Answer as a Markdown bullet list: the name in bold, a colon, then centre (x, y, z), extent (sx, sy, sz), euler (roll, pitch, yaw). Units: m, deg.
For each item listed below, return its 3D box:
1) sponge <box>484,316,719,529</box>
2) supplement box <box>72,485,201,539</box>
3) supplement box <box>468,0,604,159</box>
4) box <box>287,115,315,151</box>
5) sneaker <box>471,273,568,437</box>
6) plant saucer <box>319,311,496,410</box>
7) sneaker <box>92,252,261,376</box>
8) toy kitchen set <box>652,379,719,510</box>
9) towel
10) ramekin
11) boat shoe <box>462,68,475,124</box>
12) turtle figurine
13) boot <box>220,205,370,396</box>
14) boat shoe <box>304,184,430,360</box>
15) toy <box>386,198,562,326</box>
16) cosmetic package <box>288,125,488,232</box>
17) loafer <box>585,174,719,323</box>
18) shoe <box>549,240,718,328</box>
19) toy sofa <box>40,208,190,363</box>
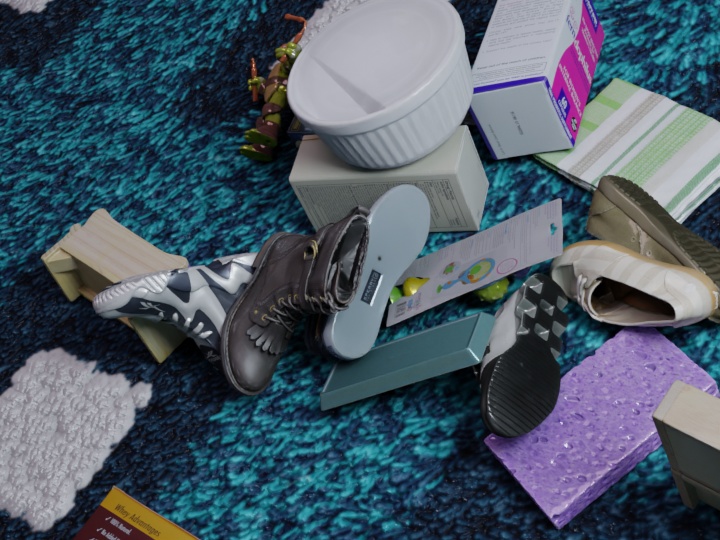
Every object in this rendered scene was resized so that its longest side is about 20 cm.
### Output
- **sponge**: centre (0.225, 0.139, 1.161), extent (0.200, 0.030, 0.112), euler (-38, 47, -7)
- **supplement box**: centre (-0.192, 0.341, 1.111), extent (0.197, 0.133, 0.200), euler (21, 64, 36)
- **supplement box**: centre (0.200, -0.236, 1.410), extent (0.103, 0.101, 0.200), euler (-6, 46, 30)
- **box**: centre (0.008, -0.232, 1.553), extent (0.136, 0.038, 0.200), euler (6, 56, 27)
- **sneaker**: centre (0.144, 0.096, 1.195), extent (0.088, 0.074, 0.200), euler (-39, 15, 40)
- **plant saucer**: centre (0.042, 0.089, 1.236), extent (0.200, 0.019, 0.070), euler (-22, 27, 35)
- **sneaker**: centre (-0.180, 0.060, 1.332), extent (0.199, 0.130, 0.079), euler (-13, 4, -31)
- **toy kitchen set**: centre (0.373, 0.115, 1.011), extent (0.163, 0.181, 0.200), euler (25, 70, 36)
- **towel**: centre (0.306, -0.127, 1.348), extent (0.149, 0.031, 0.200), euler (-40, 46, -13)
- **ramekin**: centre (0.029, -0.198, 1.332), extent (0.202, 0.094, 0.203), euler (-16, 45, 17)
- **boat shoe**: centre (0.074, -0.200, 1.447), extent (0.199, 0.071, 0.070), euler (3, 63, -2)
- **turtle figurine**: centre (-0.107, -0.220, 1.559), extent (0.200, 0.064, 0.162), euler (-25, 47, 62)
- **boot**: centre (-0.064, 0.033, 1.255), extent (0.174, 0.069, 0.201), euler (-4, 68, 60)
- **boat shoe**: centre (0.000, 0.000, 1.309), extent (0.091, 0.071, 0.201), euler (-6, 55, 64)
- **toy**: centre (0.126, 0.003, 1.296), extent (0.199, 0.047, 0.115), euler (-20, 28, 20)
- **cosmetic package**: centre (0.033, -0.099, 1.391), extent (0.199, 0.104, 0.073), euler (-1, 52, 22)
- **loafer**: centre (0.300, -0.013, 1.227), extent (0.200, 0.076, 0.068), euler (52, 125, 33)
- **shoe**: centre (0.249, 0.016, 1.195), extent (0.053, 0.070, 0.200), euler (-31, 25, -29)
- **toy sofa**: centre (-0.272, 0.015, 1.447), extent (0.200, 0.083, 0.098), euler (27, 63, 38)
